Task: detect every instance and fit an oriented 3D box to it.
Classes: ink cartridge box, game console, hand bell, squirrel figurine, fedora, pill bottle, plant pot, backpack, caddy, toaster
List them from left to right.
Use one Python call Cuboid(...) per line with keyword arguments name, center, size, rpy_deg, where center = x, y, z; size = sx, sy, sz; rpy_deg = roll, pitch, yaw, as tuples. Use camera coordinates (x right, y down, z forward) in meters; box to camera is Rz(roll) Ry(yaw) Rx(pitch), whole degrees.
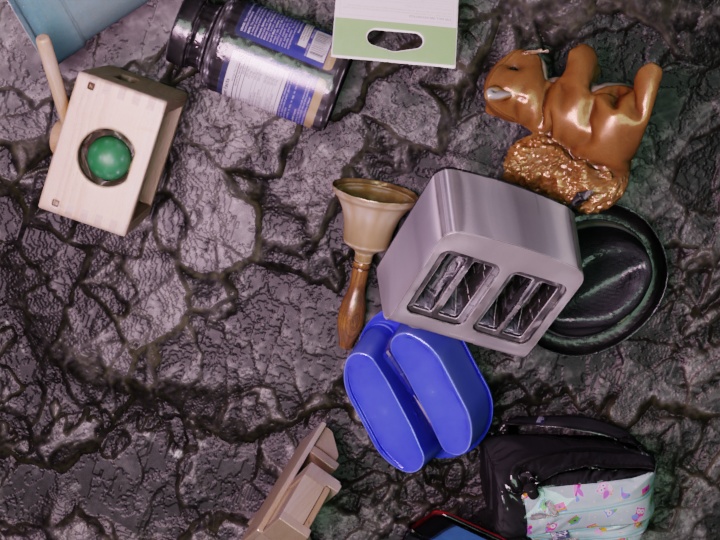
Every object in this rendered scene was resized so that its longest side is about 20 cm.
Cuboid(name="plant pot", center=(-0.306, -0.353, 1.391), size=(0.196, 0.200, 0.200), rpy_deg=(-29, 96, -7))
Cuboid(name="pill bottle", center=(-0.115, -0.244, 1.436), size=(0.200, 0.112, 0.112), rpy_deg=(21, 95, -3))
Cuboid(name="hand bell", center=(0.000, 0.000, 1.487), size=(0.104, 0.104, 0.200), rpy_deg=(10, 107, -2))
Cuboid(name="ink cartridge box", center=(0.042, -0.321, 1.431), size=(0.145, 0.048, 0.200), rpy_deg=(5, 77, -2))
Cuboid(name="caddy", center=(0.071, 0.139, 1.486), size=(0.141, 0.105, 0.200), rpy_deg=(-25, 97, 24))
Cuboid(name="game console", center=(0.139, 0.385, 1.503), size=(0.200, 0.119, 0.173), rpy_deg=(26, 95, -3))
Cuboid(name="toaster", center=(0.137, -0.010, 1.387), size=(0.181, 0.119, 0.200), rpy_deg=(16, 131, -18))
Cuboid(name="squirrel figurine", center=(0.225, -0.163, 1.442), size=(0.186, 0.142, 0.200), rpy_deg=(15, 93, 4))
Cuboid(name="backpack", center=(0.248, 0.254, 1.485), size=(0.200, 0.167, 0.127), rpy_deg=(-2, 115, -5))
Cuboid(name="fedora", center=(0.273, 0.014, 1.478), size=(0.200, 0.092, 0.201), rpy_deg=(0, 95, -1))

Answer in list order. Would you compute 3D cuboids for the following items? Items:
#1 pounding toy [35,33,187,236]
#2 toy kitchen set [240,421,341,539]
Cuboid(name="pounding toy", center=(-0.290, -0.154, 1.389), size=(0.142, 0.200, 0.184), rpy_deg=(19, 101, -3))
Cuboid(name="toy kitchen set", center=(-0.027, 0.304, 1.478), size=(0.180, 0.200, 0.163), rpy_deg=(35, 53, -5))
